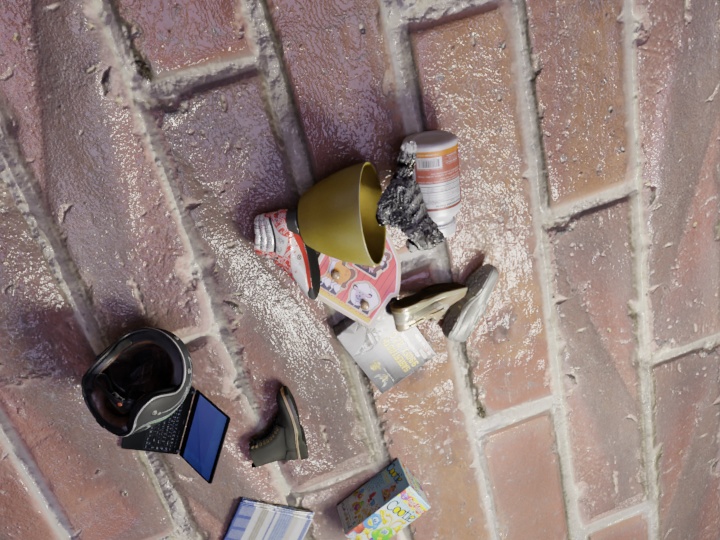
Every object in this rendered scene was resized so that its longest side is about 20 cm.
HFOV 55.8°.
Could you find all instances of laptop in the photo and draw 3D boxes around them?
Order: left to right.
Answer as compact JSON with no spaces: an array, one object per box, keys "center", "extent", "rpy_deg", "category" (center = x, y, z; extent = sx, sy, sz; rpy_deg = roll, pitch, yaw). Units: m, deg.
[{"center":[-0.401,0.349,1.464],"extent":[0.198,0.103,0.179],"rpy_deg":[12,109,-20],"category":"laptop"}]

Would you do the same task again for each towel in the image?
[{"center":[-0.227,0.636,1.684],"extent":[0.198,0.024,0.148],"rpy_deg":[18,110,-20],"category":"towel"}]

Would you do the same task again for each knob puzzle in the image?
[{"center":[0.000,0.000,1.435],"extent":[0.217,0.030,0.222],"rpy_deg":[-1,101,-5],"category":"knob puzzle"}]

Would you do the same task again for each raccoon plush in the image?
[{"center":[0.110,-0.129,1.294],"extent":[0.097,0.133,0.201],"rpy_deg":[-40,148,-45],"category":"raccoon plush"}]

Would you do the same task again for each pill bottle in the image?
[{"center":[0.147,-0.172,1.380],"extent":[0.111,0.112,0.202],"rpy_deg":[-12,116,-10],"category":"pill bottle"}]

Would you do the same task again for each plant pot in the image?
[{"center":[-0.041,-0.103,1.332],"extent":[0.141,0.200,0.202],"rpy_deg":[-5,118,16],"category":"plant pot"}]

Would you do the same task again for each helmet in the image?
[{"center":[-0.430,0.213,1.348],"extent":[0.198,0.191,0.202],"rpy_deg":[16,123,26],"category":"helmet"}]

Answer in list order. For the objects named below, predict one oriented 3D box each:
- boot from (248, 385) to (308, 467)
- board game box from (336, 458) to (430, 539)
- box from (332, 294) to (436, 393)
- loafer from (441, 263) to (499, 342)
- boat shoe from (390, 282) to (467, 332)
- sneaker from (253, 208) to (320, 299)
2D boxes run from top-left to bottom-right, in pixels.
[{"center":[-0.202,0.366,1.546],"extent":[0.137,0.078,0.202],"rpy_deg":[-13,115,-4],"category":"boot"},{"center":[0.057,0.588,1.694],"extent":[0.199,0.105,0.103],"rpy_deg":[-38,118,4],"category":"board game box"},{"center":[0.056,0.160,1.537],"extent":[0.158,0.048,0.201],"rpy_deg":[-35,117,1],"category":"box"},{"center":[0.259,0.076,1.549],"extent":[0.069,0.070,0.201],"rpy_deg":[18,113,-29],"category":"loafer"},{"center":[0.153,0.079,1.493],"extent":[0.199,0.072,0.066],"rpy_deg":[-20,109,-31],"category":"boat shoe"},{"center":[-0.151,-0.030,1.379],"extent":[0.107,0.067,0.203],"rpy_deg":[-4,121,16],"category":"sneaker"}]
